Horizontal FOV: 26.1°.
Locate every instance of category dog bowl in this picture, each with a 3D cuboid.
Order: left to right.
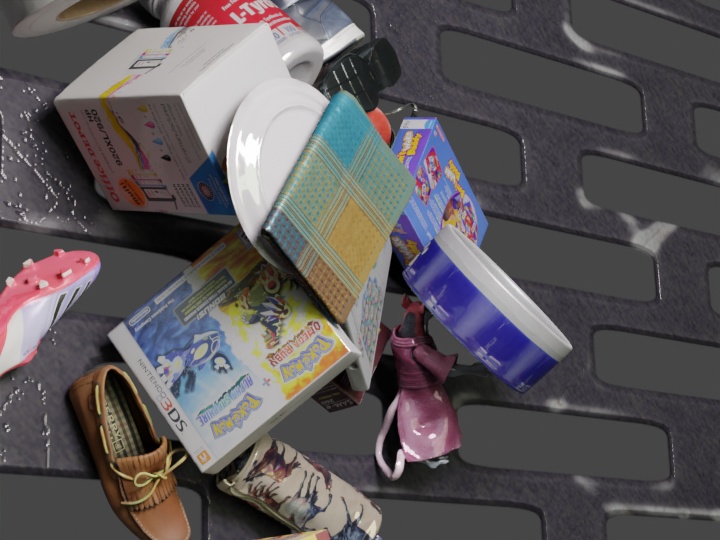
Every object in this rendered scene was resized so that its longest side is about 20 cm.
[{"bbox_3d":[0.143,0.044,1.757,0.079,0.200,0.200,-45,112,7],"label":"dog bowl"}]

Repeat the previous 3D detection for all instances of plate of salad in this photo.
[{"bbox_3d":[-0.070,-0.092,1.551,0.200,0.048,0.200,13,74,-50],"label":"plate of salad"}]

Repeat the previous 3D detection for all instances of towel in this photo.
[{"bbox_3d":[-0.021,-0.065,1.555,0.147,0.022,0.200,52,49,-32],"label":"towel"}]

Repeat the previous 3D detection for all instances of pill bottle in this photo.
[{"bbox_3d":[-0.146,-0.263,1.704,0.200,0.112,0.112,42,49,16],"label":"pill bottle"}]

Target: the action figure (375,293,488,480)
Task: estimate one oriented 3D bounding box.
[{"bbox_3d":[0.061,0.117,1.789,0.149,0.134,0.200,-21,116,-17],"label":"action figure"}]

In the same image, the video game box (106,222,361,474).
[{"bbox_3d":[-0.131,0.076,1.578,0.182,0.200,0.047,52,8,14],"label":"video game box"}]

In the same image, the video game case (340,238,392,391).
[{"bbox_3d":[0.000,0.000,1.692,0.182,0.024,0.200,74,21,-52],"label":"video game case"}]

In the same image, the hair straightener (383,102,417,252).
[{"bbox_3d":[0.036,-0.124,1.894,0.077,0.041,0.200,28,61,-30],"label":"hair straightener"}]

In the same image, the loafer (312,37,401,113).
[{"bbox_3d":[-0.017,-0.213,1.795,0.073,0.072,0.200,67,26,-9],"label":"loafer"}]

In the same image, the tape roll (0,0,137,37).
[{"bbox_3d":[-0.291,-0.341,1.592,0.203,0.203,0.139,-26,95,-40],"label":"tape roll"}]

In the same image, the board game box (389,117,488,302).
[{"bbox_3d":[0.084,-0.067,1.858,0.200,0.045,0.134,60,44,-45],"label":"board game box"}]

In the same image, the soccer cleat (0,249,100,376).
[{"bbox_3d":[-0.331,0.048,1.546,0.200,0.067,0.076,-44,137,-44],"label":"soccer cleat"}]

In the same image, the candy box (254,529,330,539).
[{"bbox_3d":[-0.093,0.329,1.553,0.056,0.200,0.117,-15,87,-41],"label":"candy box"}]

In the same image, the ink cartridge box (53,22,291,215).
[{"bbox_3d":[-0.181,-0.156,1.606,0.145,0.200,0.147,-47,126,-36],"label":"ink cartridge box"}]

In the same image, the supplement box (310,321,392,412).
[{"bbox_3d":[-0.067,0.057,1.745,0.200,0.061,0.109,41,54,-21],"label":"supplement box"}]

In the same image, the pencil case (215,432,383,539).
[{"bbox_3d":[-0.067,0.247,1.679,0.200,0.078,0.089,37,42,-25],"label":"pencil case"}]

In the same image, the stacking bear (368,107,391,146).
[{"bbox_3d":[-0.028,-0.127,1.801,0.200,0.114,0.121,-56,147,-47],"label":"stacking bear"}]

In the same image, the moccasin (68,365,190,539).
[{"bbox_3d":[-0.223,0.189,1.570,0.074,0.078,0.201,-19,89,-40],"label":"moccasin"}]

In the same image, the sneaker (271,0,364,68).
[{"bbox_3d":[-0.111,-0.275,1.803,0.202,0.077,0.146,-40,94,-30],"label":"sneaker"}]
